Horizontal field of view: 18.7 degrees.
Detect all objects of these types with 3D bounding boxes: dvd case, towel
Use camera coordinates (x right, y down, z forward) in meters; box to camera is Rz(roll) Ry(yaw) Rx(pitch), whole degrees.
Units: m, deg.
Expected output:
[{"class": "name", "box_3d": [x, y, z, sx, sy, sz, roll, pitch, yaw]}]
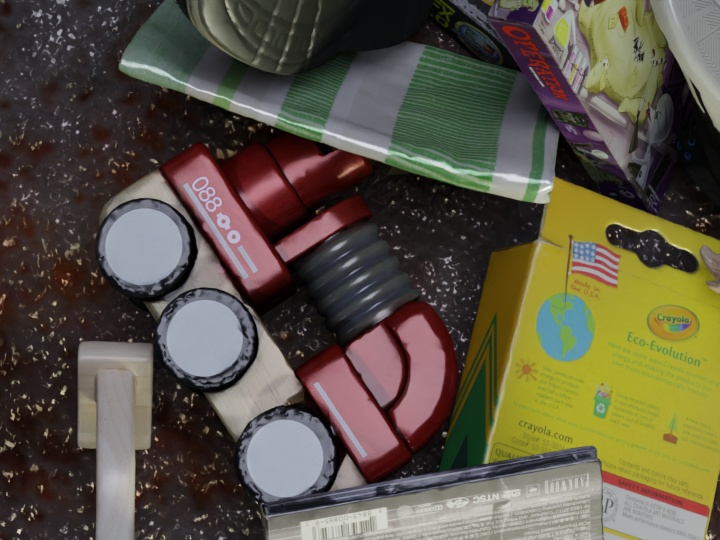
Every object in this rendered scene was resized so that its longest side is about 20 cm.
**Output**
[{"class": "dvd case", "box_3d": [0.037, 0.176, 0.978, 0.148, 0.016, 0.201, -9, 118, -8]}, {"class": "towel", "box_3d": [-0.002, -0.088, 1.024, 0.199, 0.153, 0.023, 19, 113, -1]}]

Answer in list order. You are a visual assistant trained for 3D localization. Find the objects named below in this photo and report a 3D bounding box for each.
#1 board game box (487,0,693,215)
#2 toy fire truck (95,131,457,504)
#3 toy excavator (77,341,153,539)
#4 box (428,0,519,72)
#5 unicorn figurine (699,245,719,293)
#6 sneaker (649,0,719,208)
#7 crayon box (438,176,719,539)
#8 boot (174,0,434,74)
[{"class": "board game box", "box_3d": [0.124, -0.119, 1.030, 0.032, 0.200, 0.120, 12, 72, 28]}, {"class": "toy fire truck", "box_3d": [0.000, 0.000, 1.034, 0.200, 0.129, 0.176, -34, 83, -2]}, {"class": "toy excavator", "box_3d": [-0.109, 0.149, 0.978, 0.100, 0.195, 0.201, 3, 105, -6]}, {"class": "box", "box_3d": [0.078, -0.222, 1.119, 0.160, 0.044, 0.200, 40, 76, 4]}, {"class": "unicorn figurine", "box_3d": [0.251, 0.044, 0.992, 0.074, 0.137, 0.200, -52, 47, 23]}, {"class": "sneaker", "box_3d": [0.168, -0.092, 1.028, 0.073, 0.112, 0.200, -34, 102, -16]}, {"class": "crayon box", "box_3d": [0.110, 0.070, 1.037, 0.127, 0.051, 0.201, 21, 75, -20]}, {"class": "boot", "box_3d": [-0.067, -0.153, 1.006, 0.153, 0.203, 0.074, 27, 109, 23]}]
